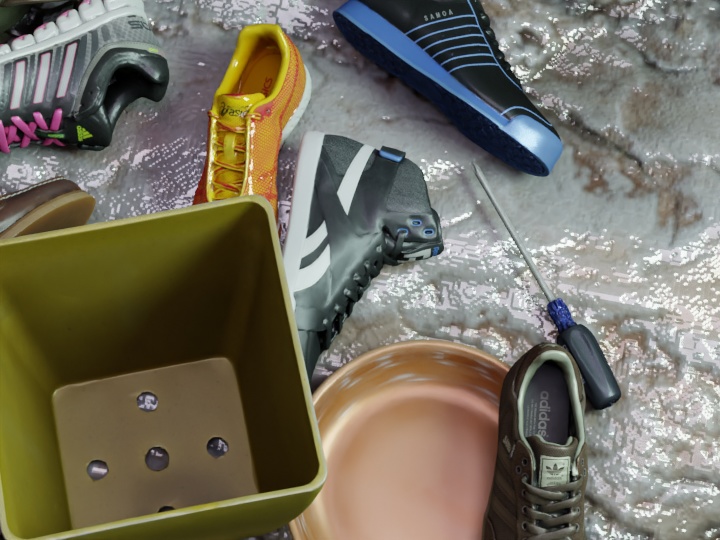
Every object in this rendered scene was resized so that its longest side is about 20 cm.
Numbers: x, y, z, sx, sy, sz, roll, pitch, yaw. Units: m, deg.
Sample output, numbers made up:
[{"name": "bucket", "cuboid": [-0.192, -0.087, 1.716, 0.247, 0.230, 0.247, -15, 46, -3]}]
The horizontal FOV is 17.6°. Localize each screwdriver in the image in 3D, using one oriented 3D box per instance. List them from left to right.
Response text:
[{"name": "screwdriver", "cuboid": [0.127, 0.007, 1.623, 0.028, 0.029, 0.201, -25, 78, -11]}]

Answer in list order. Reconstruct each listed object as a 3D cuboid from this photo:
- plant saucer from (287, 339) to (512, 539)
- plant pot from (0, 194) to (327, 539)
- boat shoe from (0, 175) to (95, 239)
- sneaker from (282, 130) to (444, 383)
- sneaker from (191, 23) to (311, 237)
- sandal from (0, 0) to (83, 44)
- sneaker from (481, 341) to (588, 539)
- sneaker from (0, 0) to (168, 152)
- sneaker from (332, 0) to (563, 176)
[{"name": "plant saucer", "cuboid": [0.046, 0.147, 1.569, 0.198, 0.038, 0.202, 1, 70, -3]}, {"name": "plant pot", "cuboid": [-0.136, 0.094, 1.503, 0.198, 0.177, 0.202, -10, 66, -6]}, {"name": "boat shoe", "cuboid": [-0.266, -0.017, 1.572, 0.070, 0.071, 0.200, 39, 45, 16]}, {"name": "sneaker", "cuboid": [0.000, 0.000, 1.600, 0.111, 0.073, 0.202, 7, 69, 2]}, {"name": "sneaker", "cuboid": [-0.088, -0.080, 1.618, 0.072, 0.077, 0.202, 0, 65, 22]}, {"name": "sandal", "cuboid": [-0.232, -0.193, 1.661, 0.057, 0.080, 0.201, 41, 83, 17]}, {"name": "sneaker", "cuboid": [0.115, 0.144, 1.513, 0.070, 0.076, 0.202, 0, 70, -3]}, {"name": "sneaker", "cuboid": [-0.217, -0.115, 1.625, 0.199, 0.074, 0.088, -33, 68, -18]}, {"name": "sneaker", "cuboid": [0.076, -0.152, 1.660, 0.200, 0.070, 0.078, 39, 78, 11]}]
